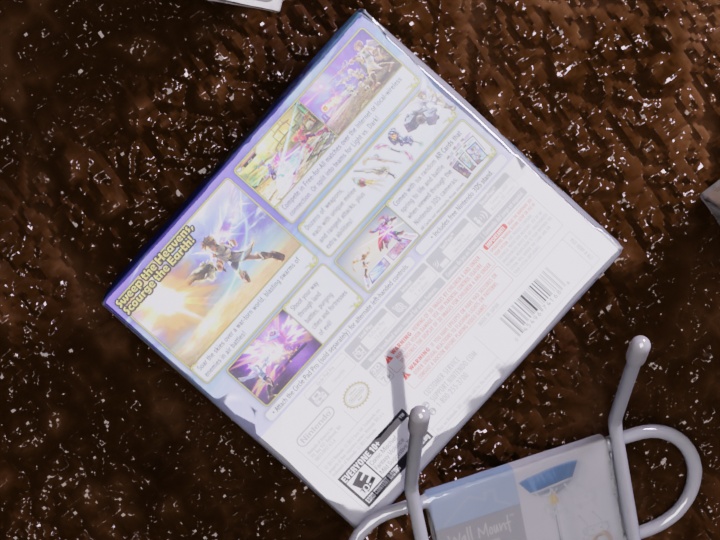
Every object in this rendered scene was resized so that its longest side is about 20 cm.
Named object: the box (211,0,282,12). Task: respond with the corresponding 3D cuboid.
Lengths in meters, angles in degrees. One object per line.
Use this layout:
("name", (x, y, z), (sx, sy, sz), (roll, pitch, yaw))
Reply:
("box", (-0.057, -0.186, 1.316), (0.060, 0.200, 0.117), (12, 96, -4))

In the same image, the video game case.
("video game case", (0.000, 0.000, 1.420), (0.181, 0.045, 0.200), (42, 94, -9))

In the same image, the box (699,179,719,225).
("box", (0.282, -0.057, 1.409), (0.200, 0.078, 0.095), (-37, 97, 3))

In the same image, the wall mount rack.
("wall mount rack", (0.088, 0.114, 1.399), (0.199, 0.075, 0.174), (-17, 115, -11))
